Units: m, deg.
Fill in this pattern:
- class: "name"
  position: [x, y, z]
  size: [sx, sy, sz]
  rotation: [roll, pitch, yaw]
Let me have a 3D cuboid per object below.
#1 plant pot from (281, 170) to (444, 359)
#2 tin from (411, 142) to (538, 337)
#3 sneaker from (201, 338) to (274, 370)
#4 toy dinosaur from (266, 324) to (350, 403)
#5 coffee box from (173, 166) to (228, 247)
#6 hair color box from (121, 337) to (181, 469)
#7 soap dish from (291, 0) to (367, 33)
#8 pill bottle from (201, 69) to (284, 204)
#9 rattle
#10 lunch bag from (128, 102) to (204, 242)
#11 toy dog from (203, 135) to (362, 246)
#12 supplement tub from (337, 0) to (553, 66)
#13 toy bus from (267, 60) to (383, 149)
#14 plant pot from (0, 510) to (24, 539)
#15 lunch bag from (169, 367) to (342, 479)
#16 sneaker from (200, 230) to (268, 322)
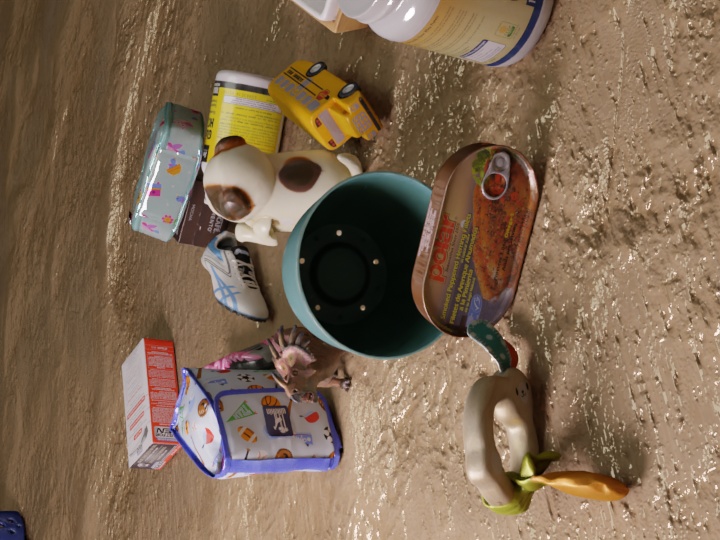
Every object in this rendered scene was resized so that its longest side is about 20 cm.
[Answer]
- class: "plant pot"
  position: [0.000, 0.000, 1.261]
  size: [0.161, 0.199, 0.202]
  rotation: [167, 108, -70]
- class: "tin"
  position: [0.115, -0.032, 1.142]
  size: [0.042, 0.111, 0.201]
  rotation: [29, 108, 58]
- class: "sneaker"
  position: [-0.168, 0.163, 1.640]
  size: [0.200, 0.079, 0.096]
  rotation: [-28, 82, 55]
- class: "toy dinosaur"
  position: [-0.077, 0.106, 1.416]
  size: [0.200, 0.135, 0.086]
  rotation: [16, 97, 60]
- class: "coffee box"
  position: [-0.289, -0.127, 1.884]
  size: [0.200, 0.079, 0.114]
  rotation: [43, 120, 54]
- class: "hair color box"
  position: [-0.366, 0.234, 1.952]
  size: [0.111, 0.064, 0.201]
  rotation: [-45, 45, 45]
- class: "soap dish"
  position: [-0.032, -0.422, 1.515]
  size: [0.200, 0.081, 0.158]
  rotation: [49, 124, 53]
- class: "pill bottle"
  position: [-0.178, -0.193, 1.678]
  size: [0.112, 0.112, 0.201]
  rotation: [17, 98, 59]
- class: "rattle"
  position: [0.171, 0.124, 1.058]
  size: [0.143, 0.130, 0.201]
  rotation: [-30, 31, 41]
- class: "lunch bag"
  position: [-0.303, -0.154, 1.737]
  size: [0.161, 0.077, 0.201]
  rotation: [-112, 41, -62]
- class: "toy dog"
  position: [-0.111, -0.100, 1.457]
  size: [0.194, 0.199, 0.141]
  rotation: [-22, 65, 56]
- class: "supplement tub"
  position: [0.087, -0.302, 1.164]
  size: [0.144, 0.199, 0.146]
  rotation: [-19, 67, 56]
- class: "toy bus"
  position: [-0.048, -0.219, 1.478]
  size: [0.078, 0.065, 0.200]
  rotation: [-39, 35, -5]
- class: "plant pot"
  position: [-0.886, 0.693, 2.610]
  size: [0.180, 0.199, 0.201]
  rotation: [31, 109, 52]
- class: "lunch bag"
  position: [-0.137, 0.205, 1.465]
  size: [0.200, 0.169, 0.125]
  rotation: [38, 121, 57]
- class: "sneaker"
  position: [-0.188, 0.009, 1.696]
  size: [0.073, 0.072, 0.200]
  rotation: [-59, 40, 19]
